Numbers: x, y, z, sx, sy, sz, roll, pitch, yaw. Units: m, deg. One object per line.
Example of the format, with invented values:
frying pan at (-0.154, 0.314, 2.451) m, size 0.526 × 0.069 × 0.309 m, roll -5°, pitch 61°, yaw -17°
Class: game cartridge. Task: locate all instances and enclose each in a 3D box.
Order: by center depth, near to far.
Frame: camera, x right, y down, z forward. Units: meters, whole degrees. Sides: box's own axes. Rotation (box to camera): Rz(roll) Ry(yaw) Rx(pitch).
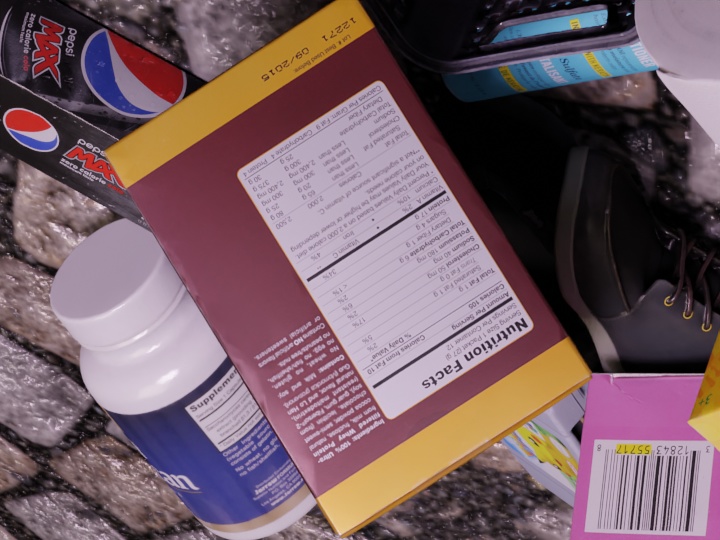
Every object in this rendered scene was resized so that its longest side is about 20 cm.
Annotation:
game cartridge at (0.108, 0.086, 1.308) m, size 0.133 × 0.040 × 0.200 m, roll 38°, pitch 170°, yaw 46°

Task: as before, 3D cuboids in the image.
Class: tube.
tube at (0.130, -0.119, 1.069) m, size 0.199 × 0.051 × 0.077 m, roll -9°, pitch 141°, yaw 33°

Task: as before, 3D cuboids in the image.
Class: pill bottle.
pill bottle at (-0.101, 0.064, 1.396) m, size 0.110 × 0.112 × 0.200 m, roll -4°, pitch 136°, yaw 36°

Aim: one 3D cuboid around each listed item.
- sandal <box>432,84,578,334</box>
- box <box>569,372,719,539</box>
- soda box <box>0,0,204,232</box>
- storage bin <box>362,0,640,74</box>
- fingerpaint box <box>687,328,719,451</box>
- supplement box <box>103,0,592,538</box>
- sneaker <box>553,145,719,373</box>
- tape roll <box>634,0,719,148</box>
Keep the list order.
sandal at (0.084, -0.023, 1.223) m, size 0.076 × 0.043 × 0.201 m, roll 8°, pitch 142°, yaw 24°
box at (0.234, 0.128, 1.223) m, size 0.175 × 0.097 × 0.200 m, roll -2°, pitch 161°, yaw 32°
soda box at (-0.137, -0.082, 1.265) m, size 0.199 × 0.064 × 0.071 m, roll 28°, pitch 145°, yaw -6°
storage bin at (0.045, -0.191, 0.977) m, size 0.134 × 0.094 × 0.200 m, roll -6°, pitch 136°, yaw 37°
fingerpaint box at (0.258, -0.001, 1.034) m, size 0.073 × 0.168 × 0.199 m, roll 39°, pitch 144°, yaw -21°
supplement box at (0.000, 0.000, 1.087) m, size 0.201 × 0.132 × 0.197 m, roll 58°, pitch -178°, yaw 3°
sneaker at (0.168, 0.002, 1.188) m, size 0.105 × 0.075 × 0.200 m, roll 2°, pitch 150°, yaw 23°
tape roll at (0.225, -0.103, 0.886) m, size 0.202 × 0.204 × 0.139 m, roll -15°, pitch 129°, yaw 44°
